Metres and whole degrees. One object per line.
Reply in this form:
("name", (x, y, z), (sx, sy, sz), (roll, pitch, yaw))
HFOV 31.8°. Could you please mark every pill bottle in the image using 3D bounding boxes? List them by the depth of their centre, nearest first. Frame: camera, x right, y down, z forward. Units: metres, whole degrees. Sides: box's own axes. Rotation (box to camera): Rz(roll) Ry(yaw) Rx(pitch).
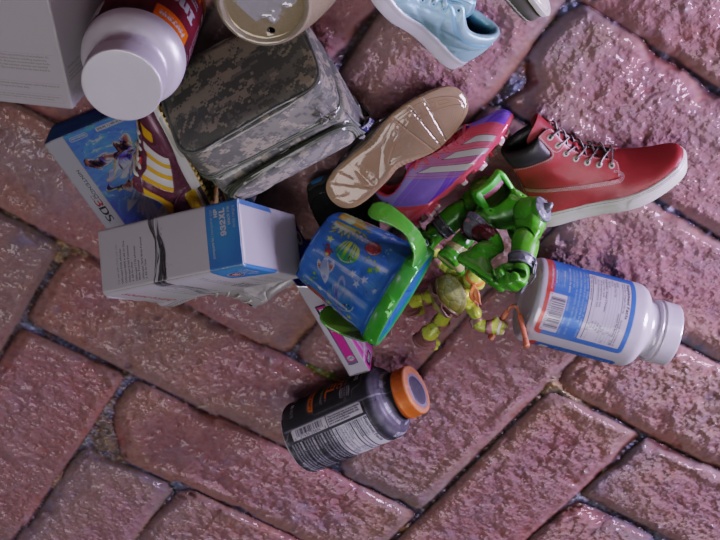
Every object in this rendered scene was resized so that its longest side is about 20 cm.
("pill bottle", (-0.237, -0.250, 1.367), (0.113, 0.200, 0.113), (2, 129, 3))
("pill bottle", (0.306, 0.060, 1.627), (0.200, 0.112, 0.112), (15, 128, -8))
("pill bottle", (-0.004, 0.202, 1.771), (0.200, 0.106, 0.106), (-26, 122, 23))

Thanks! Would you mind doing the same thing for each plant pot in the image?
("plant pot", (-0.088, -0.321, 1.298), (0.187, 0.200, 0.187), (3, 128, 3))

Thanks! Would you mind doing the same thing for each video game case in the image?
("video game case", (-0.256, -0.131, 1.565), (0.200, 0.045, 0.181), (-19, 126, 19))

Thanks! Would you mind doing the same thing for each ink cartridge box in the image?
("ink cartridge box", (-0.194, -0.020, 1.529), (0.200, 0.084, 0.145), (-11, 171, 24))
("ink cartridge box", (-0.037, 0.036, 1.647), (0.037, 0.095, 0.200), (-18, 125, 20))

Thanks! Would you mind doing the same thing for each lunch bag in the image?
("lunch bag", (-0.102, -0.174, 1.443), (0.200, 0.139, 0.168), (-28, 148, 7))

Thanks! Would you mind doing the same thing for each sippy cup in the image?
("sippy cup", (0.000, 0.000, 1.513), (0.130, 0.140, 0.178), (32, 98, 6))

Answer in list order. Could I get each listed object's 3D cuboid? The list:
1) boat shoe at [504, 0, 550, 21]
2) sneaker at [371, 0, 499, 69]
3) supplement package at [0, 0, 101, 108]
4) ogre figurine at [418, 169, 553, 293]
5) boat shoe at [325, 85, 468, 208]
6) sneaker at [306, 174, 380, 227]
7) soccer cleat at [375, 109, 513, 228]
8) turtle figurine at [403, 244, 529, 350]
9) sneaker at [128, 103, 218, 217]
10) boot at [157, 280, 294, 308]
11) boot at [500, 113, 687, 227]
("boat shoe", (0.127, -0.341, 1.348), (0.060, 0.072, 0.202), (-31, 114, 28))
("sneaker", (0.079, -0.297, 1.368), (0.082, 0.074, 0.200), (-27, 145, 29))
("supplement package", (-0.360, -0.297, 1.381), (0.121, 0.120, 0.200), (8, 130, 14))
("ogre figurine", (0.155, -0.049, 1.505), (0.098, 0.200, 0.120), (39, 85, -16))
("boat shoe", (0.038, -0.155, 1.508), (0.200, 0.065, 0.072), (-41, 116, 10))
("sneaker", (-0.005, -0.034, 1.597), (0.073, 0.082, 0.200), (-21, 123, 22))
("soccer cleat", (0.101, -0.131, 1.526), (0.076, 0.067, 0.200), (43, 119, -3))
("turtle figurine", (0.119, 0.044, 1.617), (0.200, 0.064, 0.161), (54, 138, 7))
("sneaker", (-0.242, -0.138, 1.481), (0.090, 0.075, 0.200), (-18, 124, 10))
("boot", (-0.171, 0.020, 1.658), (0.200, 0.074, 0.096), (-27, 115, 23))
("boot", (0.275, -0.138, 1.495), (0.200, 0.072, 0.144), (-17, 128, 21))
